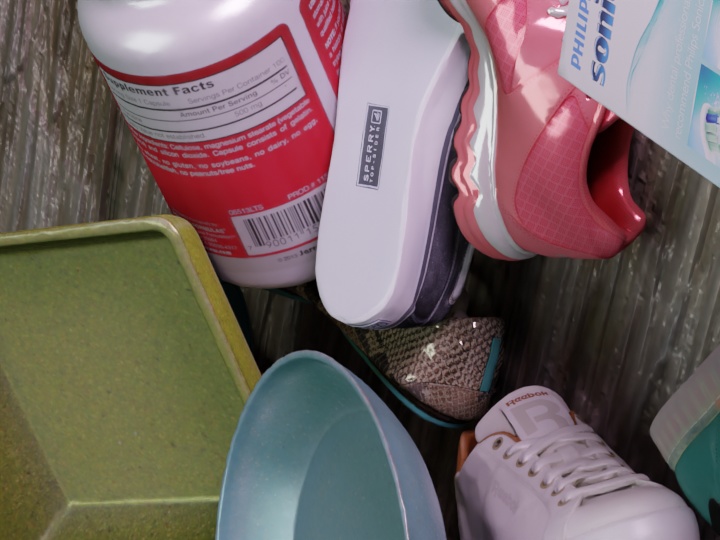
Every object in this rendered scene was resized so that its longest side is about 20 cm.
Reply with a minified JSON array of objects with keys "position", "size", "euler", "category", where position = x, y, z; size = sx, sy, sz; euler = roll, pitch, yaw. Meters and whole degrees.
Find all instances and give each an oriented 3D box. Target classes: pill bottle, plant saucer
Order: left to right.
[{"position":[-0.118,0.056,1.396],"size":[0.199,0.048,0.201],"euler":[-5,120,35],"category":"plant saucer"},{"position":[-0.059,-0.098,1.331],"size":[0.112,0.112,0.201],"euler":[33,155,46],"category":"pill bottle"},{"position":[-0.009,0.135,1.266],"size":[0.200,0.036,0.202],"euler":[-4,86,64],"category":"plant saucer"}]

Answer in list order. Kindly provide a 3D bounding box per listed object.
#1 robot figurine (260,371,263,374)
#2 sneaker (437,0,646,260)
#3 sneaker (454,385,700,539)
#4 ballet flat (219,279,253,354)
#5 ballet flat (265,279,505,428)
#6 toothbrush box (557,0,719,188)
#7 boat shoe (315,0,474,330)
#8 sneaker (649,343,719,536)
[{"position":[-0.097,0.105,1.593],"size":[0.145,0.058,0.201],"euler":[43,137,38],"category":"robot figurine"},{"position":[0.085,-0.097,1.234],"size":[0.086,0.074,0.201],"euler":[13,119,40],"category":"sneaker"},{"position":[0.082,0.093,1.282],"size":[0.200,0.072,0.085],"euler":[167,92,-70],"category":"sneaker"},{"position":[-0.090,0.096,1.485],"size":[0.067,0.067,0.201],"euler":[7,108,36],"category":"ballet flat"},{"position":[0.000,0.000,1.405],"size":[0.200,0.068,0.076],"euler":[34,109,40],"category":"ballet flat"},{"position":[0.186,-0.073,1.003],"size":[0.200,0.146,0.086],"euler":[39,134,43],"category":"toothbrush box"},{"position":[0.035,-0.071,1.306],"size":[0.071,0.068,0.201],"euler":[15,97,43],"category":"boat shoe"},{"position":[0.180,0.048,1.142],"size":[0.080,0.071,0.200],"euler":[60,153,19],"category":"sneaker"}]
